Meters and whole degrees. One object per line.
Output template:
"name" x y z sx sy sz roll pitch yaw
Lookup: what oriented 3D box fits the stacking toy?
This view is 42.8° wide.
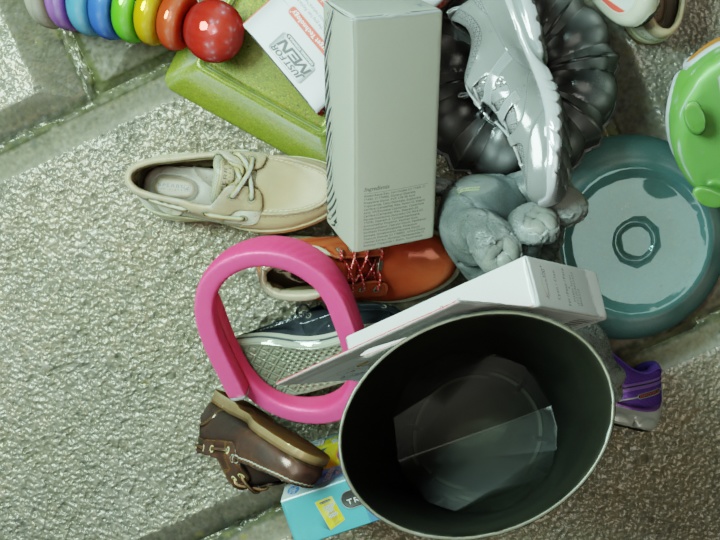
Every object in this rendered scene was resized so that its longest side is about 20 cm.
"stacking toy" -0.196 -0.234 0.818 0.199 0.085 0.086 20 97 14

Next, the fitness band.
"fitness band" -0.067 0.059 0.818 0.143 0.038 0.201 -8 123 17

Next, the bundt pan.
"bundt pan" 0.143 -0.177 0.837 0.200 0.076 0.204 0 91 4

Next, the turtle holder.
"turtle holder" 0.352 -0.125 0.814 0.185 0.132 0.141 41 117 -15

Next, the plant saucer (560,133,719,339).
"plant saucer" 0.259 -0.030 0.882 0.198 0.036 0.202 0 97 1

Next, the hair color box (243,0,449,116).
"hair color box" 0.006 -0.239 0.801 0.200 0.061 0.102 -40 95 4

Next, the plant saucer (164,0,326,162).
"plant saucer" -0.060 -0.217 0.859 0.199 0.048 0.201 29 97 -2

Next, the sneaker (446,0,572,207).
"sneaker" 0.124 -0.143 0.765 0.081 0.075 0.201 -15 71 16

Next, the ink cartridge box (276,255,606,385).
"ink cartridge box" 0.058 0.043 0.710 0.199 0.175 0.045 -28 65 41

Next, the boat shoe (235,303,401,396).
"boat shoe" -0.046 0.072 0.881 0.199 0.062 0.075 -10 123 17

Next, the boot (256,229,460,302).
"boot" 0.000 0.000 0.856 0.198 0.107 0.076 -4 95 0

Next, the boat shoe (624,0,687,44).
"boat shoe" 0.271 -0.310 0.832 0.072 0.065 0.202 -1 97 1

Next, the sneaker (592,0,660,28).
"sneaker" 0.183 -0.294 0.806 0.093 0.070 0.201 -23 83 -34

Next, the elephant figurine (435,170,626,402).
"elephant figurine" 0.144 0.017 0.829 0.140 0.156 0.201 -15 124 0

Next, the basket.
"basket" 0.085 0.117 0.674 0.179 0.200 0.137 -21 76 3

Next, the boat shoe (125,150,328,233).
"boat shoe" -0.116 -0.077 0.845 0.198 0.065 0.073 3 81 10

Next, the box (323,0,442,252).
"box" 0.017 -0.122 0.769 0.082 0.068 0.201 -10 120 -20

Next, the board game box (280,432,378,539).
"board game box" 0.033 0.175 0.852 0.199 0.151 0.047 -20 96 3

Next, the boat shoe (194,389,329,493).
"boat shoe" -0.095 0.167 0.837 0.070 0.200 0.071 30 81 -27

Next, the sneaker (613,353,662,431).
"sneaker" 0.197 0.097 0.889 0.198 0.081 0.084 13 83 -9
